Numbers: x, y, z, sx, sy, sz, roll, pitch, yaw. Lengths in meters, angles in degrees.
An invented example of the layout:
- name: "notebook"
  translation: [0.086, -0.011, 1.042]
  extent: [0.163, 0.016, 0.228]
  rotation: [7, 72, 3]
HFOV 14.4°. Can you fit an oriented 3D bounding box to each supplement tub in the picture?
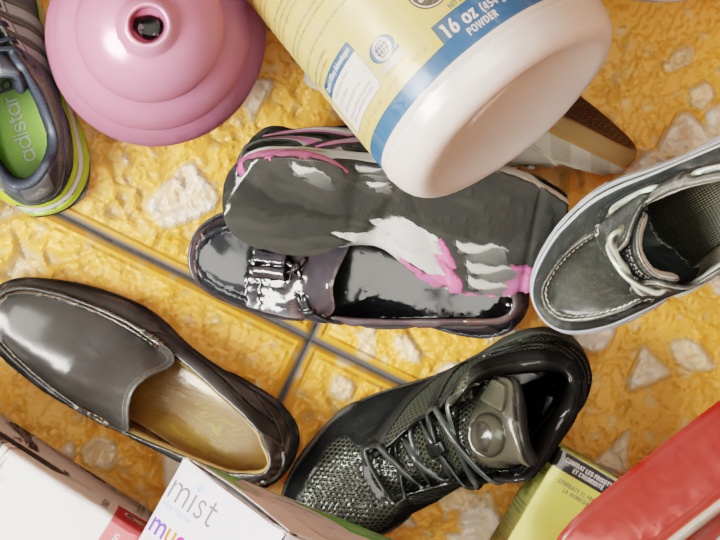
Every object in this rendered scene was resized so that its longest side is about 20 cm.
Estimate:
- name: "supplement tub"
  translation: [0.022, -0.155, 1.507]
  extent: [0.144, 0.145, 0.200]
  rotation: [-39, 75, 0]

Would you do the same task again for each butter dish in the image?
- name: "butter dish"
  translation: [0.206, 0.159, 1.573]
  extent: [0.200, 0.148, 0.200]
  rotation: [-36, 106, -10]

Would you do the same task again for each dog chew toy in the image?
- name: "dog chew toy"
  translation: [-0.112, -0.129, 1.553]
  extent: [0.124, 0.200, 0.125]
  rotation: [0, 93, -3]

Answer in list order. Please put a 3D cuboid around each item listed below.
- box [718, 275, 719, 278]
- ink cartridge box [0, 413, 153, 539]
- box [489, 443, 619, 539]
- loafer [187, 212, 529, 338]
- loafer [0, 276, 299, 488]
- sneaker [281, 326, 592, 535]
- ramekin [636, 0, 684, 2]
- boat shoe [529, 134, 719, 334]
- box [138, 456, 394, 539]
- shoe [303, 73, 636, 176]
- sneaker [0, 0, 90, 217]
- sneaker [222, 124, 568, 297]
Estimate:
- name: "box"
  translation: [0.271, 0.004, 1.604]
  extent: [0.097, 0.124, 0.200]
  rotation: [-41, 92, 0]
- name: "ink cartridge box"
  translation: [-0.201, 0.134, 1.585]
  extent: [0.199, 0.144, 0.084]
  rotation: [32, 89, -2]
- name: "box"
  translation: [0.081, 0.195, 1.629]
  extent: [0.050, 0.075, 0.201]
  rotation: [31, 89, -3]
- name: "loafer"
  translation: [0.000, 0.000, 1.627]
  extent: [0.199, 0.063, 0.072]
  rotation: [8, 93, -2]
- name: "loafer"
  translation: [-0.125, 0.061, 1.621]
  extent: [0.199, 0.072, 0.073]
  rotation: [25, 92, -1]
- name: "sneaker"
  translation: [0.040, 0.098, 1.607]
  extent: [0.199, 0.114, 0.077]
  rotation: [-26, 92, 4]
- name: "ramekin"
  translation: [0.143, -0.250, 1.572]
  extent: [0.199, 0.105, 0.201]
  rotation: [-5, 99, -31]
- name: "boat shoe"
  translation: [0.159, -0.021, 1.512]
  extent: [0.200, 0.071, 0.072]
  rotation: [-37, 94, 35]
- name: "box"
  translation: [-0.047, 0.217, 1.530]
  extent: [0.097, 0.200, 0.177]
  rotation: [30, 93, 42]
- name: "shoe"
  translation: [0.061, -0.095, 1.628]
  extent: [0.199, 0.070, 0.054]
  rotation: [24, 112, -6]
- name: "sneaker"
  translation: [-0.207, -0.127, 1.611]
  extent: [0.074, 0.081, 0.201]
  rotation: [-25, 92, -1]
- name: "sneaker"
  translation: [0.024, -0.049, 1.597]
  extent: [0.199, 0.086, 0.081]
  rotation: [14, 117, -8]
